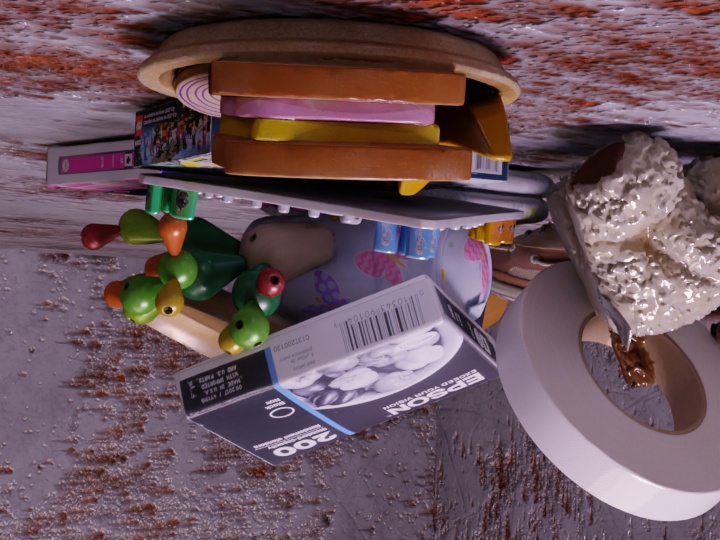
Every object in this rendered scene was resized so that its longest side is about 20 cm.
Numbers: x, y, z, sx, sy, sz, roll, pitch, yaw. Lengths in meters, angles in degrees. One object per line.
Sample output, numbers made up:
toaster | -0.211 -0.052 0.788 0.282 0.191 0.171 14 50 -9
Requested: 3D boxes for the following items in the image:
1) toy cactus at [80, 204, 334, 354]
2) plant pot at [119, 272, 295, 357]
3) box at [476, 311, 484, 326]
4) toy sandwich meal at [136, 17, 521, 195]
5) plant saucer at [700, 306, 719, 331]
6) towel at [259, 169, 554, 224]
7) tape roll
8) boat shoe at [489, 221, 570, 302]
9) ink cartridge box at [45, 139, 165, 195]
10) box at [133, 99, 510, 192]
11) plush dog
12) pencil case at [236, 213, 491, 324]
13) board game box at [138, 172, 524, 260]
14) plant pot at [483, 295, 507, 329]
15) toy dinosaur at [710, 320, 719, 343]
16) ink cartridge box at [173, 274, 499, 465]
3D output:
toy cactus | -0.097 -0.012 1.055 0.164 0.103 0.199 -15 -159 -31
plant pot | -0.100 0.047 1.179 0.199 0.028 0.200 23 166 6
box | 0.015 0.009 1.385 0.198 0.119 0.197 2 -161 8
toy sandwich meal | -0.013 -0.070 0.715 0.203 0.071 0.205 2 178 0
plant saucer | 0.292 -0.005 1.217 0.199 0.201 0.037 1 136 24
towel | 0.034 -0.062 1.219 0.198 0.049 0.171 4 174 -32
tape roll | 0.188 0.080 1.053 0.201 0.204 0.037 4 138 -33
boat shoe | 0.152 -0.002 1.193 0.199 0.072 0.076 21 -175 15
ink cartridge box | -0.146 -0.079 1.136 0.094 0.037 0.199 4 175 -42
box | -0.026 -0.077 0.939 0.198 0.038 0.136 4 179 -27
plush dog | 0.233 -0.023 1.017 0.170 0.162 0.200 -21 177 1
pencil case | 0.000 0.000 1.142 0.199 0.092 0.083 -2 174 34
board game box | -0.014 -0.039 0.988 0.198 0.026 0.200 10 -172 21
plant pot | 0.066 0.023 1.754 0.182 0.202 0.200 -14 -174 -29
toy dinosaur | 0.339 0.007 1.039 0.085 0.136 0.200 33 160 -6
ink cartridge box | -0.002 0.082 1.089 0.197 0.044 0.200 -22 156 15
